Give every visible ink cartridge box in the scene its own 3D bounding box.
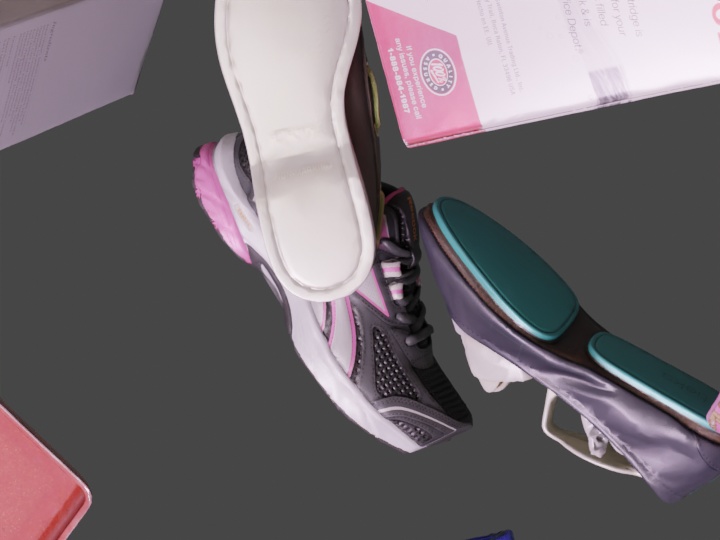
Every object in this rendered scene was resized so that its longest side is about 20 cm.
[{"bbox_3d":[0.104,-0.152,1.321,0.199,0.083,0.147,-10,100,28],"label":"ink cartridge box"}]

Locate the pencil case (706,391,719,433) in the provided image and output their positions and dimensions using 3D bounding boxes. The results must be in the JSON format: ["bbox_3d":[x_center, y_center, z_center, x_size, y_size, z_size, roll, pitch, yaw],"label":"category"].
[{"bbox_3d":[0.259,0.095,1.318,0.200,0.087,0.083,37,95,11],"label":"pencil case"}]

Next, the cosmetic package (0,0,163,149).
[{"bbox_3d":[-0.195,-0.124,1.404,0.113,0.200,0.081,27,114,18],"label":"cosmetic package"}]

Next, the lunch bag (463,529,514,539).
[{"bbox_3d":[0.008,0.240,1.449,0.199,0.127,0.171,-16,93,-2],"label":"lunch bag"}]

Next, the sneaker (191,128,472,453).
[{"bbox_3d":[0.000,0.000,1.421,0.086,0.080,0.200,-36,94,18],"label":"sneaker"}]

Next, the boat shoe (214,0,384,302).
[{"bbox_3d":[-0.027,-0.087,1.360,0.072,0.060,0.203,-7,93,6],"label":"boat shoe"}]

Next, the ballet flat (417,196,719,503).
[{"bbox_3d":[0.097,0.046,1.392,0.200,0.073,0.073,37,117,9],"label":"ballet flat"}]

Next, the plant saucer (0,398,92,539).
[{"bbox_3d":[-0.263,0.123,1.602,0.200,0.037,0.200,42,118,9],"label":"plant saucer"}]
